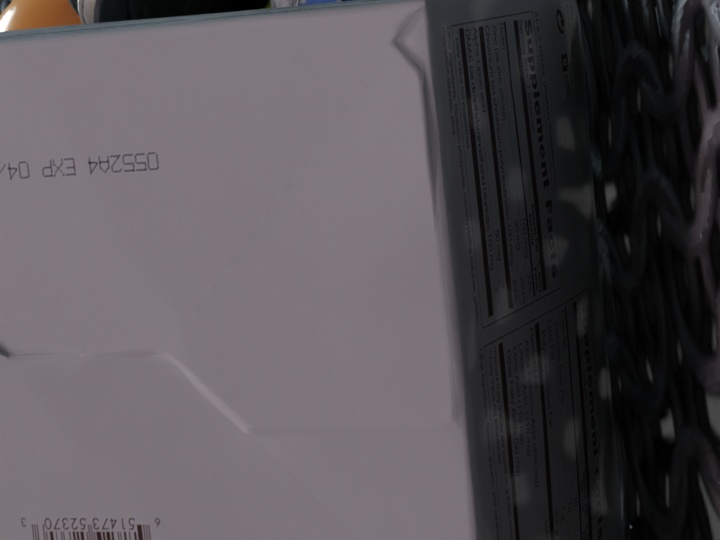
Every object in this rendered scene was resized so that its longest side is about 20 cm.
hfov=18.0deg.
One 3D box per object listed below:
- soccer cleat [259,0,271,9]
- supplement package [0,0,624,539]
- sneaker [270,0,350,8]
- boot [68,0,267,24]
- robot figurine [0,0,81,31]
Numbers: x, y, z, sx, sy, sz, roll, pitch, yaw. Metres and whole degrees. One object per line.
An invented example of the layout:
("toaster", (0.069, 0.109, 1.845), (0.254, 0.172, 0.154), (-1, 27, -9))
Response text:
("soccer cleat", (-0.015, -0.045, 0.773), (0.065, 0.083, 0.201), (106, -171, -56))
("supplement package", (-0.045, 0.012, 0.595), (0.111, 0.198, 0.157), (-22, -72, -64))
("sneaker", (0.009, -0.102, 0.722), (0.077, 0.075, 0.202), (-24, 56, 41))
("boot", (-0.092, -0.148, 0.811), (0.074, 0.153, 0.203), (-58, -11, 24))
("robot figurine", (-0.079, -0.052, 0.930), (0.116, 0.144, 0.200), (26, 169, 48))
